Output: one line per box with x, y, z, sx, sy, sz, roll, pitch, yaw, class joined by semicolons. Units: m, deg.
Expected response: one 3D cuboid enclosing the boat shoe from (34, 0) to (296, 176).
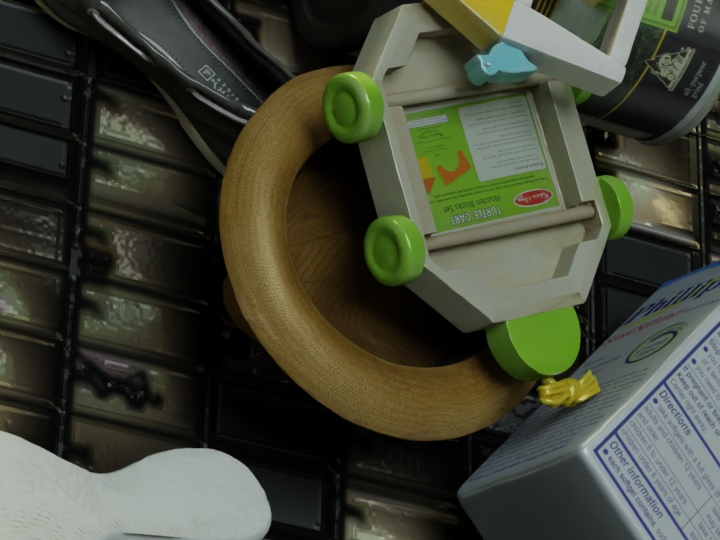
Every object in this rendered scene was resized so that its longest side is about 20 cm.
-0.097;-0.127;1.421;0.200;0.057;0.067;44;53;-3;boat shoe

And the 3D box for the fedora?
0.000;0.000;1.390;0.200;0.082;0.202;17;61;-33;fedora

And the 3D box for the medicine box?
0.178;0.115;1.405;0.200;0.103;0.183;-41;101;-38;medicine box

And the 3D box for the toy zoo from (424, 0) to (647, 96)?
0.086;-0.172;1.389;0.131;0.020;0.201;30;59;-15;toy zoo

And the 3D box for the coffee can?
0.084;-0.159;1.484;0.199;0.146;0.147;14;59;-23;coffee can

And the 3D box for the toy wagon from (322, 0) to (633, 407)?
0.061;-0.029;1.366;0.155;0.039;0.201;-11;84;-41;toy wagon

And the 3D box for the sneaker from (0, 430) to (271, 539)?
-0.139;0.122;1.251;0.199;0.089;0.075;8;44;-33;sneaker
